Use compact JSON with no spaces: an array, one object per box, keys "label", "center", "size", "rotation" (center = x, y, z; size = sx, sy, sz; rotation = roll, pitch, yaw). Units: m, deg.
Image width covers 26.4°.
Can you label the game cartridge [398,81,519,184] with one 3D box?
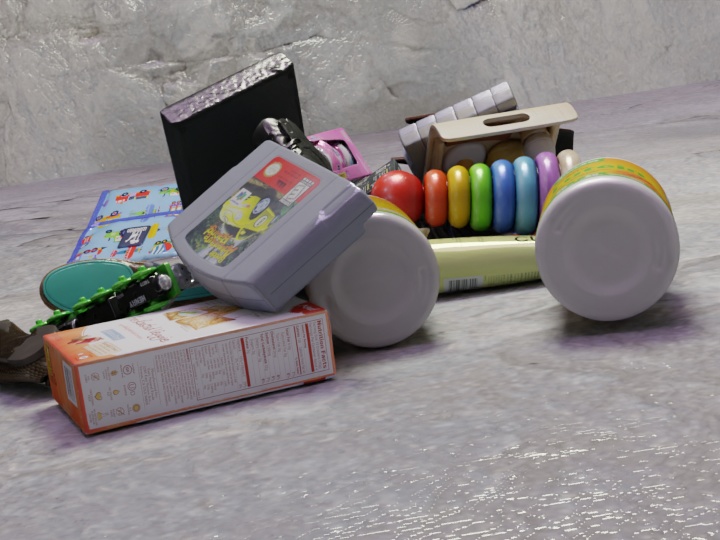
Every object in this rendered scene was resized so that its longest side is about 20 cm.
[{"label":"game cartridge","center":[0.124,-0.110,1.627],"size":[0.129,0.039,0.200],"rotation":[-20,-35,9]}]

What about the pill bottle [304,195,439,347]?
[{"label":"pill bottle","center":[0.003,-0.006,1.328],"size":[0.110,0.112,0.200],"rotation":[-9,10,-3]}]

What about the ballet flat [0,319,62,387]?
[{"label":"ballet flat","center":[-0.296,0.077,1.325],"size":[0.199,0.046,0.067],"rotation":[-4,40,54]}]

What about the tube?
[{"label":"tube","center":[0.159,-0.012,1.434],"size":[0.198,0.052,0.058],"rotation":[-5,38,-1]}]

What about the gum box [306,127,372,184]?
[{"label":"gum box","center":[-0.088,-0.078,1.708],"size":[0.200,0.066,0.113],"rotation":[-36,-4,23]}]

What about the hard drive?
[{"label":"hard drive","center":[-0.117,-0.105,1.532],"size":[0.139,0.201,0.033],"rotation":[-29,50,-20]}]

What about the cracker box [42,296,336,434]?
[{"label":"cracker box","center":[-0.134,0.065,1.189],"size":[0.199,0.058,0.134],"rotation":[-11,10,-20]}]

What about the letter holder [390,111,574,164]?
[{"label":"letter holder","center":[0.129,-0.121,1.798],"size":[0.199,0.101,0.142],"rotation":[4,-1,-35]}]

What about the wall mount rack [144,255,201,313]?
[{"label":"wall mount rack","center":[-0.165,0.031,1.395],"size":[0.173,0.075,0.200],"rotation":[-10,8,-26]}]

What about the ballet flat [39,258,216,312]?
[{"label":"ballet flat","center":[-0.219,0.020,1.543],"size":[0.198,0.068,0.072],"rotation":[-9,-12,-7]}]

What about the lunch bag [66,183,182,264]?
[{"label":"lunch bag","center":[-0.253,-0.027,1.814],"size":[0.149,0.095,0.200],"rotation":[-5,22,11]}]

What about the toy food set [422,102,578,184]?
[{"label":"toy food set","center":[0.140,-0.088,1.580],"size":[0.142,0.061,0.201],"rotation":[-11,-35,-11]}]

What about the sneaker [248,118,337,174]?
[{"label":"sneaker","center":[-0.067,-0.093,1.404],"size":[0.060,0.104,0.200],"rotation":[-44,-4,12]}]

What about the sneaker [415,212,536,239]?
[{"label":"sneaker","center":[0.128,-0.034,1.557],"size":[0.198,0.076,0.078],"rotation":[-3,-6,15]}]

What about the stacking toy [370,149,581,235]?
[{"label":"stacking toy","center":[0.109,-0.072,1.460],"size":[0.198,0.086,0.085],"rotation":[0,10,0]}]

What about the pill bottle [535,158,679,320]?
[{"label":"pill bottle","center":[0.203,-0.033,1.270],"size":[0.110,0.112,0.200],"rotation":[-6,9,10]}]

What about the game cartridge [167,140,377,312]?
[{"label":"game cartridge","center":[-0.081,-0.036,1.238],"size":[0.133,0.041,0.200],"rotation":[-45,30,-8]}]

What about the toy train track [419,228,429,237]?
[{"label":"toy train track","center":[0.000,0.000,1.468],"size":[0.198,0.033,0.115],"rotation":[-2,-24,-20]}]

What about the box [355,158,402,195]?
[{"label":"box","center":[-0.018,-0.048,1.592],"size":[0.160,0.044,0.200],"rotation":[-34,7,5]}]

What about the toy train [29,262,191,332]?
[{"label":"toy train","center":[-0.214,0.035,1.317],"size":[0.199,0.042,0.056],"rotation":[-24,-2,43]}]
